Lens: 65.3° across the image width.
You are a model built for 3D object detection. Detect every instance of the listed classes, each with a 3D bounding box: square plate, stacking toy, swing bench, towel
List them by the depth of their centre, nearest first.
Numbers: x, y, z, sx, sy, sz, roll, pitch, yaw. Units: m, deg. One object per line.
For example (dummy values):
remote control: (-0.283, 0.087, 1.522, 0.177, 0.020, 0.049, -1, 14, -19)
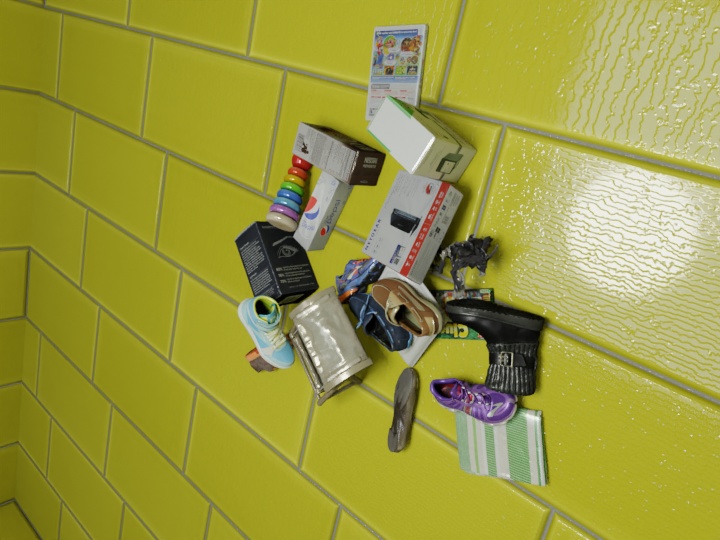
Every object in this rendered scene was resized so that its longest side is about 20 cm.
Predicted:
towel: (0.290, 0.359, 1.177, 0.195, 0.023, 0.159, -5, 91, 40)
square plate: (0.092, 0.090, 1.268, 0.201, 0.028, 0.202, 55, 141, 23)
swing bench: (-0.080, 0.182, 1.331, 0.203, 0.126, 0.201, 61, 161, 18)
stacking toy: (-0.170, -0.208, 1.423, 0.083, 0.085, 0.207, 10, 77, 36)

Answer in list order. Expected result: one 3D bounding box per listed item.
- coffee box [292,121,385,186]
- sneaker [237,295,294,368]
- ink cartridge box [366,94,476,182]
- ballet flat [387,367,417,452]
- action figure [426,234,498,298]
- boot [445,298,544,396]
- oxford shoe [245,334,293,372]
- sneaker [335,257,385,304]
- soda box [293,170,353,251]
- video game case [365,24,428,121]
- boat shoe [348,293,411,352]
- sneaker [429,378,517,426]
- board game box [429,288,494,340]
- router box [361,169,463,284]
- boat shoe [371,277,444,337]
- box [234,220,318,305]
coffee box: (-0.052, -0.275, 1.328, 0.197, 0.111, 0.082, 32, 113, 30)
sneaker: (-0.211, 0.148, 1.350, 0.202, 0.079, 0.130, 52, 148, -8)
ink cartridge box: (0.127, -0.261, 1.134, 0.146, 0.197, 0.085, 47, 116, 23)
ballet flat: (0.105, 0.327, 1.311, 0.067, 0.045, 0.208, -155, 73, -66)
action figure: (0.206, -0.016, 1.145, 0.197, 0.118, 0.104, 8, 133, 56)
boot: (0.258, 0.153, 1.121, 0.204, 0.079, 0.164, 13, 102, 20)
oxford shoe: (-0.239, 0.235, 1.567, 0.197, 0.071, 0.075, -24, 100, 42)
sneaker: (0.000, 0.000, 1.341, 0.199, 0.074, 0.080, -42, 67, 31)
soda box: (-0.092, -0.149, 1.401, 0.063, 0.067, 0.204, 41, 118, 27)
video game case: (0.079, -0.440, 1.267, 0.140, 0.018, 0.208, 14, 104, 37)
boat shoe: (0.032, 0.112, 1.274, 0.197, 0.067, 0.087, 29, 127, 43)
sneaker: (0.227, 0.267, 1.164, 0.195, 0.083, 0.083, 0, 65, 38)
board game box: (0.199, 0.095, 1.223, 0.195, 0.023, 0.109, -4, 94, 39)
router box: (0.104, -0.096, 1.189, 0.178, 0.048, 0.206, 28, 93, 53)
boat shoe: (0.087, 0.077, 1.183, 0.197, 0.072, 0.078, 28, 126, 43)
box: (-0.218, -0.018, 1.464, 0.103, 0.146, 0.206, -31, 75, 36)
